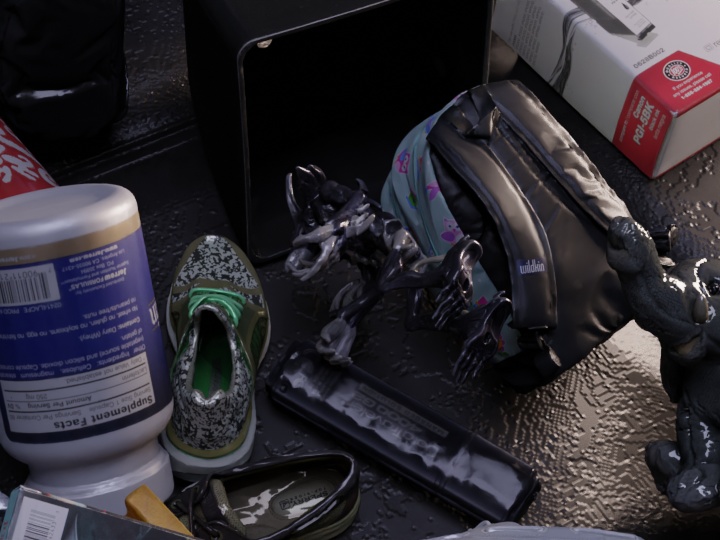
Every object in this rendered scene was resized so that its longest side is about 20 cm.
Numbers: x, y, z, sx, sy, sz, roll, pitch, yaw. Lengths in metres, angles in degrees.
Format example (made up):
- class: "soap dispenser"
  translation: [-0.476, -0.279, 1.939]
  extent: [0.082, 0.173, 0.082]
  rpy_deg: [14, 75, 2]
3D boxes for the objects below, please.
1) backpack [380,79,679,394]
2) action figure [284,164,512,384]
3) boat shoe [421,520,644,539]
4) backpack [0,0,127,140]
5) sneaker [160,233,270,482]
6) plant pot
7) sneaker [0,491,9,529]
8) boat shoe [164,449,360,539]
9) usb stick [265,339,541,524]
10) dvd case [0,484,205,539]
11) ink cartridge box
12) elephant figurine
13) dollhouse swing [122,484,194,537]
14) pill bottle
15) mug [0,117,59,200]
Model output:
- class: "backpack"
  translation: [0.105, -0.028, 1.261]
  extent: [0.167, 0.127, 0.200]
  rpy_deg: [-34, 87, -35]
- class: "action figure"
  translation: [0.000, 0.000, 1.202]
  extent: [0.102, 0.119, 0.200]
  rpy_deg: [-45, 45, -19]
- class: "boat shoe"
  translation: [0.096, 0.192, 1.155]
  extent: [0.199, 0.072, 0.069]
  rpy_deg: [-2, 32, -1]
- class: "backpack"
  translation: [-0.242, -0.212, 1.349]
  extent: [0.126, 0.167, 0.200]
  rpy_deg: [-1, 40, -22]
- class: "sneaker"
  translation: [-0.096, 0.042, 1.224]
  extent: [0.077, 0.089, 0.200]
  rpy_deg: [2, 49, -7]
- class: "plant pot"
  translation: [-0.034, -0.158, 1.332]
  extent: [0.199, 0.200, 0.178]
  rpy_deg: [-20, 46, -20]
- class: "sneaker"
  translation: [-0.274, 0.178, 1.109]
  extent: [0.200, 0.075, 0.115]
  rpy_deg: [26, 61, 23]
- class: "boat shoe"
  translation: [-0.092, 0.160, 1.153]
  extent: [0.199, 0.065, 0.073]
  rpy_deg: [-22, 59, -21]
- class: "usb stick"
  translation: [0.028, 0.112, 1.225]
  extent: [0.200, 0.033, 0.056]
  rpy_deg: [29, 62, 14]
- class: "dvd case"
  translation: [-0.117, 0.217, 1.001]
  extent: [0.199, 0.022, 0.146]
  rpy_deg: [20, 69, -21]
- class: "ink cartridge box"
  translation: [0.225, -0.192, 1.443]
  extent: [0.147, 0.083, 0.200]
  rpy_deg: [-31, 63, -25]
- class: "elephant figurine"
  translation: [0.245, 0.050, 1.197]
  extent: [0.141, 0.155, 0.201]
  rpy_deg: [-13, 89, 4]
- class: "dollhouse swing"
  translation: [-0.131, 0.270, 1.011]
  extent: [0.200, 0.182, 0.176]
  rpy_deg: [-34, 44, -28]
- class: "pill bottle"
  translation: [-0.181, 0.054, 1.130]
  extent: [0.115, 0.201, 0.116]
  rpy_deg: [-8, 14, 2]
- class: "mug"
  translation: [-0.303, -0.054, 1.244]
  extent: [0.177, 0.134, 0.200]
  rpy_deg: [-15, 51, -36]
